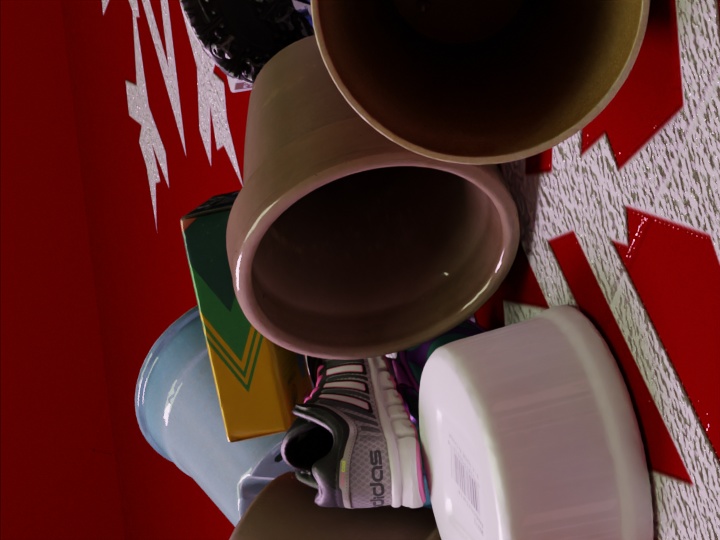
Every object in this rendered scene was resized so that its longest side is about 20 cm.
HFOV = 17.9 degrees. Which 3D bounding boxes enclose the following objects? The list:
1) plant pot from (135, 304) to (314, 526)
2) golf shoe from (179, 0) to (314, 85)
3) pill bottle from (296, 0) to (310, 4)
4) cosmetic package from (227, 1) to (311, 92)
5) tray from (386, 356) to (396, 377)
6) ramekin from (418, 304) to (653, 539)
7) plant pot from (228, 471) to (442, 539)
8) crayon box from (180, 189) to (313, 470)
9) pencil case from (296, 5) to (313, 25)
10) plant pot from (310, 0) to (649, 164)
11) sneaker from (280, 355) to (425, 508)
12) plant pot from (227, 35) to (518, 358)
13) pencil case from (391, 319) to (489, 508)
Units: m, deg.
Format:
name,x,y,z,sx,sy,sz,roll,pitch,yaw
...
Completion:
name,x,y,z,sx,sy,sz,roll,pitch,yaw
plant pot,-0.084,0.153,2.129,0.196,0.199,0.201,-130,31,-49
golf shoe,-0.077,-0.171,1.679,0.200,0.078,0.094,40,175,-40
pill bottle,-0.007,-0.244,1.631,0.200,0.119,0.120,-145,46,-71
cosmetic package,-0.085,-0.262,1.971,0.074,0.101,0.201,108,147,-64
tray,0.007,0.082,1.877,0.200,0.107,0.022,173,110,-76
ramekin,0.109,0.129,1.493,0.200,0.097,0.202,169,90,-76
plant pot,-0.007,0.236,1.641,0.174,0.200,0.201,27,143,17
crayon box,-0.079,0.045,1.695,0.127,0.051,0.201,-51,-51,-80
pencil case,-0.042,-0.123,1.924,0.201,0.086,0.078,93,-178,-48
plant pot,0.062,-0.170,1.338,0.200,0.185,0.187,-100,3,-78
sneaker,-0.019,0.104,1.623,0.200,0.087,0.074,-117,23,-55
plant pot,-0.004,-0.067,1.589,0.201,0.199,0.175,94,165,-46
pencil case,0.057,0.120,1.707,0.200,0.092,0.085,99,157,-52
